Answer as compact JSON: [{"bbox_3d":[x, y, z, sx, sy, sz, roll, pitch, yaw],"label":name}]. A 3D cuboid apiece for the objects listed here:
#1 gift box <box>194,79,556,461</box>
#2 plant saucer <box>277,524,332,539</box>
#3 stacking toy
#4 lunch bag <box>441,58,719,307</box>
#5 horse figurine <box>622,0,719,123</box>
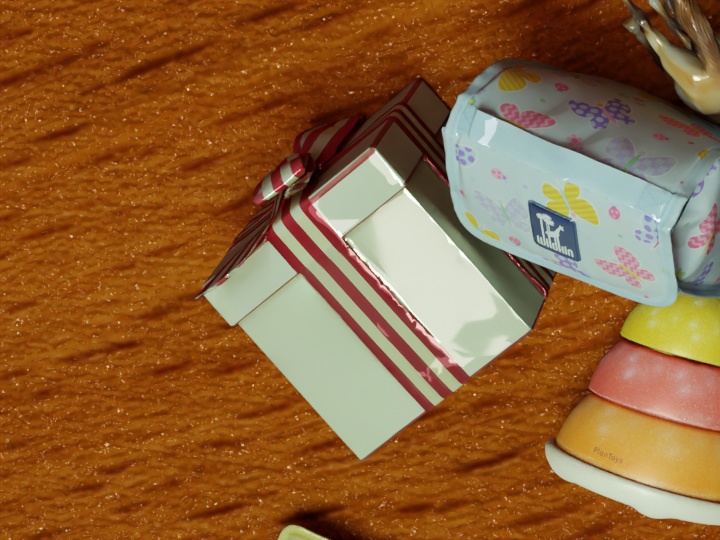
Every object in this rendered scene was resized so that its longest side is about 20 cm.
[{"bbox_3d":[0.000,0.000,1.743,0.200,0.185,0.187,-38,98,17],"label":"gift box"},{"bbox_3d":[0.010,0.299,1.920,0.200,0.048,0.200,23,113,6],"label":"plant saucer"},{"bbox_3d":[0.219,0.063,1.752,0.146,0.146,0.200,18,96,9],"label":"stacking toy"},{"bbox_3d":[0.154,-0.056,1.645,0.169,0.200,0.127,24,96,21],"label":"lunch bag"},{"bbox_3d":[0.213,-0.138,1.644,0.050,0.200,0.133,-40,76,2],"label":"horse figurine"}]
